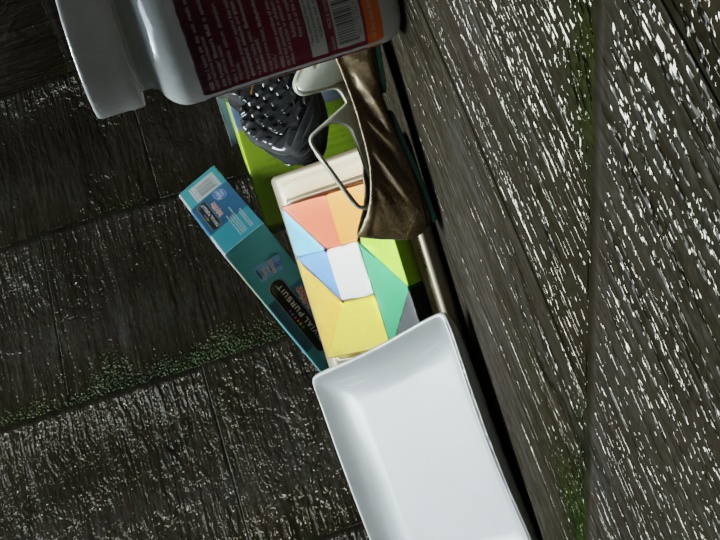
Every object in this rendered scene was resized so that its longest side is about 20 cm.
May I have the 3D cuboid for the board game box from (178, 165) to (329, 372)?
[{"bbox_3d":[-0.077,0.011,1.384,0.200,0.047,0.151,53,177,-32],"label":"board game box"}]

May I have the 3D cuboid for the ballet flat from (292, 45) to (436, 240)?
[{"bbox_3d":[-0.006,-0.114,1.051,0.068,0.072,0.202,-121,14,-81],"label":"ballet flat"}]

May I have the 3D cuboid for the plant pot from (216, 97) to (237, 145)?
[{"bbox_3d":[-0.134,-0.278,1.919,0.200,0.133,0.202,163,90,-86],"label":"plant pot"}]

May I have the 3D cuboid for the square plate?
[{"bbox_3d":[0.052,0.148,1.132,0.200,0.028,0.200,-30,79,54],"label":"square plate"}]

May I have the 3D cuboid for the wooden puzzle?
[{"bbox_3d":[0.000,0.000,1.177,0.199,0.037,0.187,-13,96,57],"label":"wooden puzzle"}]

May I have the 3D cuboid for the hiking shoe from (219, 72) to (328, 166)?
[{"bbox_3d":[-0.055,-0.130,1.273,0.101,0.076,0.200,38,-173,-31],"label":"hiking shoe"}]

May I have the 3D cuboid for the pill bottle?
[{"bbox_3d":[-0.083,-0.168,0.923,0.110,0.198,0.111,162,90,-87],"label":"pill bottle"}]

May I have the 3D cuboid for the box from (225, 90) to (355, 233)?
[{"bbox_3d":[-0.061,-0.149,1.401,0.048,0.121,0.202,88,164,-83],"label":"box"}]
